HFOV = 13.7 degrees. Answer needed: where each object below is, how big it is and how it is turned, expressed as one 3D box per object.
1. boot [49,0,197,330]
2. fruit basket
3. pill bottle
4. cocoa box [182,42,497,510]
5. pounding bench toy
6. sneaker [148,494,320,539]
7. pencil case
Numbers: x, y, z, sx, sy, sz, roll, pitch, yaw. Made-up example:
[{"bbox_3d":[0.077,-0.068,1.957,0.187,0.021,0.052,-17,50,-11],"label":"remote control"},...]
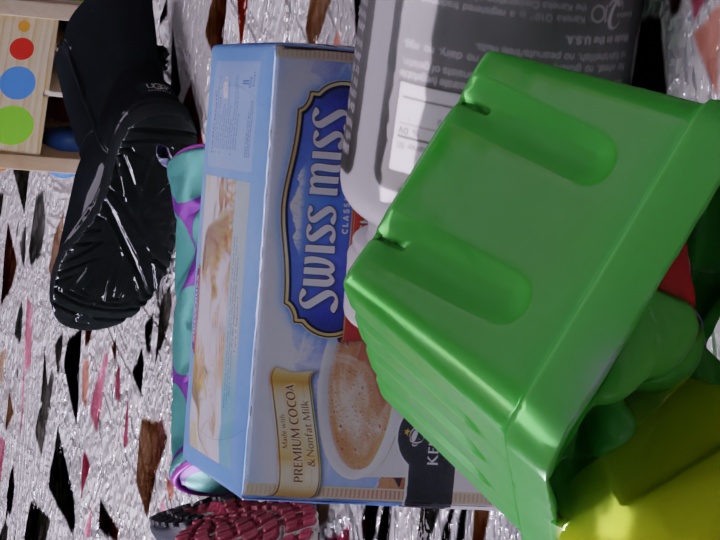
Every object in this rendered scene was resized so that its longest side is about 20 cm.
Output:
[{"bbox_3d":[-0.175,-0.081,2.084,0.168,0.076,0.200,-111,36,-49],"label":"boot"},{"bbox_3d":[0.101,0.044,0.983,0.156,0.215,0.216,-58,12,-10],"label":"fruit basket"},{"bbox_3d":[0.052,-0.073,1.203,0.114,0.114,0.200,-132,47,-69],"label":"pill bottle"},{"bbox_3d":[0.000,0.000,1.341,0.133,0.131,0.201,-165,79,-74],"label":"cocoa box"},{"bbox_3d":[-0.286,-0.159,2.276,0.124,0.200,0.156,-115,33,-59],"label":"pounding bench toy"},{"bbox_3d":[-0.061,0.167,1.650,0.200,0.080,0.075,-173,66,-79],"label":"sneaker"},{"bbox_3d":[-0.069,0.023,1.669,0.092,0.085,0.200,61,-155,-70],"label":"pencil case"}]
